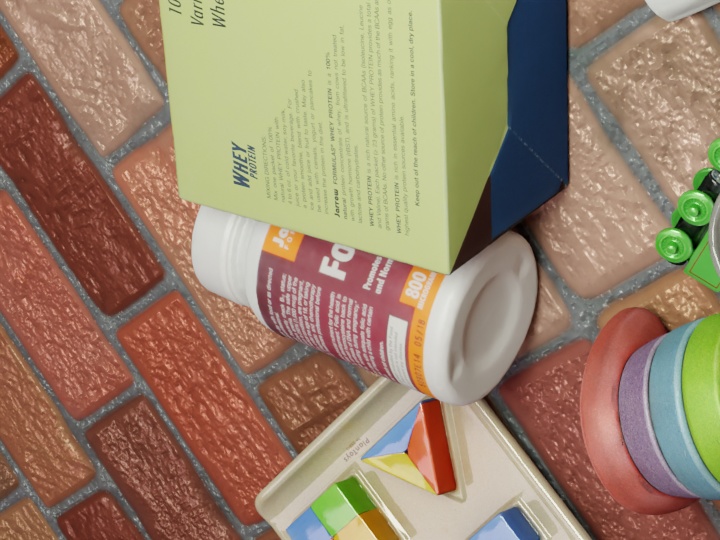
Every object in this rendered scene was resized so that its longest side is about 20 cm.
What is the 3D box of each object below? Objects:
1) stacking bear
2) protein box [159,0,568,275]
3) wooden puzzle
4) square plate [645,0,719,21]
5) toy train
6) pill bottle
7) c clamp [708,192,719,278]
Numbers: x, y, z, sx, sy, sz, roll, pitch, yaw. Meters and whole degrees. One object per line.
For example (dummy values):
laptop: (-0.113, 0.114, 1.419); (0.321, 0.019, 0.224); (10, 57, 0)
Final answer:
stacking bear: (0.234, 0.069, 1.183); (0.200, 0.114, 0.122); (-17, 102, 39)
protein box: (0.002, -0.133, 1.236); (0.200, 0.135, 0.199); (16, 123, 32)
wooden puzzle: (0.041, 0.179, 1.391); (0.185, 0.046, 0.200); (-45, 77, 24)
square plate: (0.157, -0.230, 1.081); (0.200, 0.028, 0.198); (61, 157, -7)
toy train: (0.224, -0.068, 1.158); (0.056, 0.042, 0.200); (33, 131, 8)
pill bottle: (0.000, 0.000, 1.327); (0.200, 0.114, 0.114); (21, 125, 29)
c clamp: (0.267, -0.009, 1.086); (0.171, 0.027, 0.200); (-29, 79, 27)
